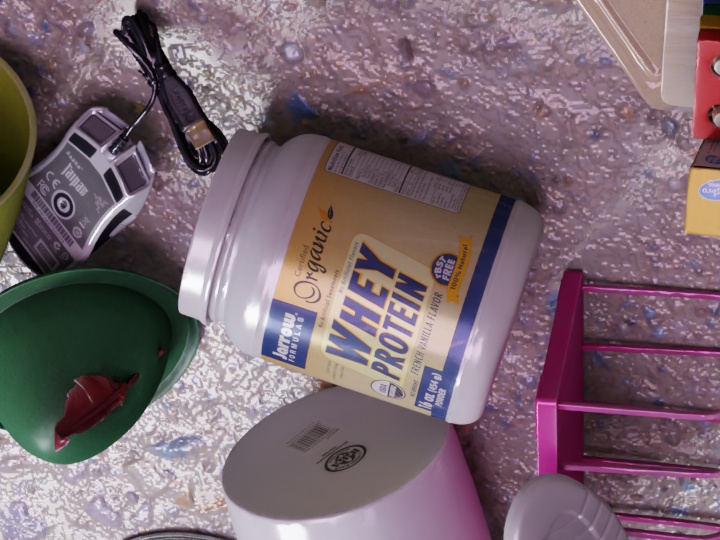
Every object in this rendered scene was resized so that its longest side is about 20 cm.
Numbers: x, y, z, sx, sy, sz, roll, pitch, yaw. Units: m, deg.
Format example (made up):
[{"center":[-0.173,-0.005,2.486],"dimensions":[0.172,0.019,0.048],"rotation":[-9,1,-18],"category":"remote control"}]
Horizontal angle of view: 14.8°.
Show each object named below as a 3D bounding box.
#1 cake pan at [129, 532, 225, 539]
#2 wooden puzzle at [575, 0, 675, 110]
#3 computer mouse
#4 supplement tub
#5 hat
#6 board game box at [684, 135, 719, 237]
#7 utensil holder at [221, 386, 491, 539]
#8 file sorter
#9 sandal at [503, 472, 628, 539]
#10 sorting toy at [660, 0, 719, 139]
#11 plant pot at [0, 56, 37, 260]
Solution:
[{"center":[-0.116,0.278,2.012],"dimensions":[0.199,0.037,0.201],"rotation":[8,126,12],"category":"cake pan"},{"center":[0.197,-0.201,1.587],"dimensions":[0.185,0.037,0.200],"rotation":[-26,118,29],"category":"wooden puzzle"},{"center":[-0.162,-0.069,1.775],"dimensions":[0.110,0.044,0.200],"rotation":[53,129,6],"category":"computer mouse"},{"center":[0.000,0.000,1.716],"dimensions":[0.199,0.145,0.145],"rotation":[18,127,4],"category":"supplement tub"},{"center":[-0.174,0.112,1.777],"dimensions":[0.200,0.176,0.166],"rotation":[19,127,-40],"category":"hat"},{"center":[0.293,-0.049,1.584],"dimensions":[0.199,0.153,0.040],"rotation":[7,108,13],"category":"board game box"},{"center":[0.010,0.199,1.838],"dimensions":[0.169,0.170,0.201],"rotation":[-5,121,20],"category":"utensil holder"},{"center":[0.181,0.125,1.753],"dimensions":[0.125,0.139,0.201],"rotation":[4,125,10],"category":"file sorter"},{"center":[0.139,0.205,1.700],"dimensions":[0.050,0.082,0.203],"rotation":[16,145,57],"category":"sandal"},{"center":[0.269,-0.154,1.538],"dimensions":[0.199,0.070,0.199],"rotation":[5,131,8],"category":"sorting toy"},{"center":[-0.303,-0.027,1.787],"dimensions":[0.186,0.188,0.200],"rotation":[16,141,5],"category":"plant pot"}]
